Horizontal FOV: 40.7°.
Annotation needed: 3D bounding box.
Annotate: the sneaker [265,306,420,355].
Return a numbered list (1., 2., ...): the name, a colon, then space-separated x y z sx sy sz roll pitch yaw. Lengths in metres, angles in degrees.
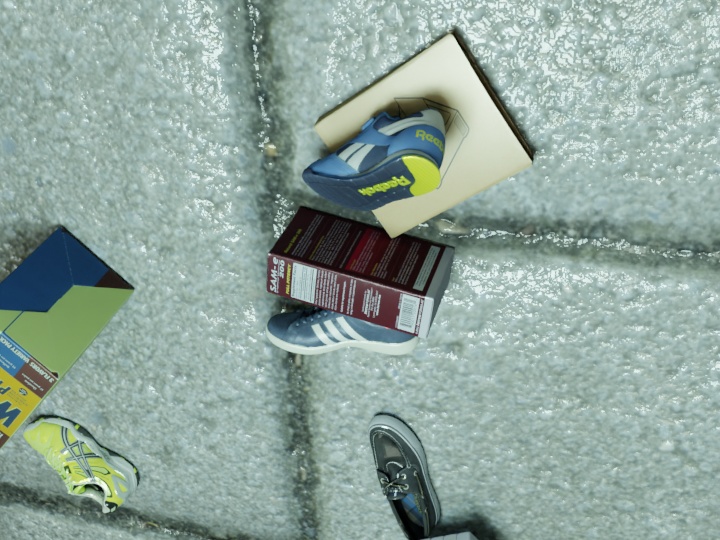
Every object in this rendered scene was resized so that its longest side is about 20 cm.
1. sneaker: -0.024 0.050 1.197 0.196 0.075 0.086 -1 124 10

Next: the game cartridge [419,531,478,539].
1. game cartridge: 0.148 0.432 1.368 0.128 0.039 0.200 -15 134 32

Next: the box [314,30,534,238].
1. box: 0.066 -0.142 1.064 0.198 0.021 0.164 -26 109 33

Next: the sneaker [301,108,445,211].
1. sneaker: 0.018 -0.119 1.046 0.198 0.084 0.074 -7 149 45

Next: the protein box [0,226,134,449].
1. protein box: -0.442 0.090 1.298 0.135 0.199 0.200 41 127 -9

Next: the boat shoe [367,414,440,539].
1. boat shoe: 0.055 0.292 1.326 0.069 0.067 0.203 -6 120 24

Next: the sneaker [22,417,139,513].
1. sneaker: -0.443 0.300 1.514 0.198 0.077 0.076 29 129 2

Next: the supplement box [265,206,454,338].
1. supplement box: 0.000 0.000 1.129 0.196 0.109 0.062 16 127 11
